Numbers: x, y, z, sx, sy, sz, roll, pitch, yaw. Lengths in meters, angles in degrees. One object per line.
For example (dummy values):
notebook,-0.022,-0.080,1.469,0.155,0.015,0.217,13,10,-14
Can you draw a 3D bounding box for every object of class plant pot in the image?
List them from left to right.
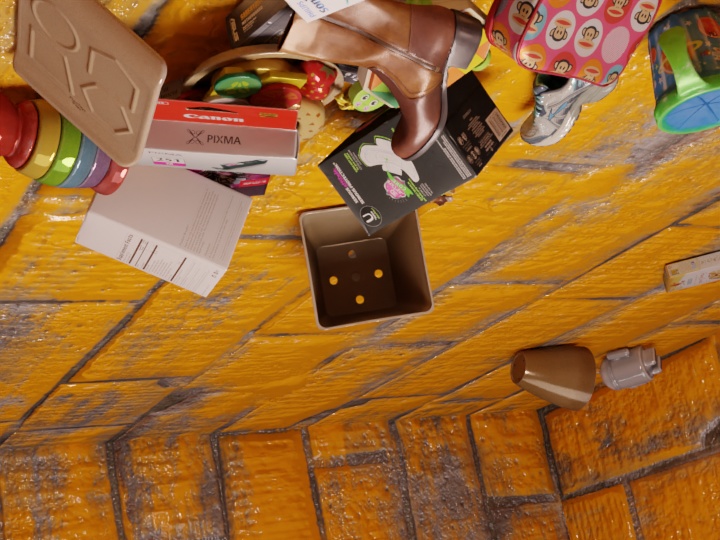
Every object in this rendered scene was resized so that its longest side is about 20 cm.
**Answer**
plant pot,0.000,0.000,1.944,0.200,0.200,0.177,-9,173,-8
plant pot,0.535,0.291,3.178,0.200,0.187,0.186,12,155,-18

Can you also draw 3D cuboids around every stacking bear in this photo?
stacking bear,-0.387,-0.162,1.349,0.200,0.114,0.121,11,152,-39

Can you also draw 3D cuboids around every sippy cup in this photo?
sippy cup,0.443,-0.268,1.478,0.139,0.130,0.178,-9,161,-6

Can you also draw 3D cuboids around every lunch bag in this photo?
lunch bag,0.250,-0.307,1.261,0.200,0.082,0.176,5,120,-41

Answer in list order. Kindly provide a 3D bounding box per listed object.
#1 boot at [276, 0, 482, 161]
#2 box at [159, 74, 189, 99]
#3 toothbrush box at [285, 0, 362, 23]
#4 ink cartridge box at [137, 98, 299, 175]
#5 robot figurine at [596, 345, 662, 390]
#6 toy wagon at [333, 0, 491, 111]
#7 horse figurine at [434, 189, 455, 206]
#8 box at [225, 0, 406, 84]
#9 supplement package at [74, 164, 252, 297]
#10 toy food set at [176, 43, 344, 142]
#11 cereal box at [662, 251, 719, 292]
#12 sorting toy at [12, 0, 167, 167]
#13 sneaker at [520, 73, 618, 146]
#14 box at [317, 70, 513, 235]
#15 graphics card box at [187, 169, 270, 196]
boot,0.008,-0.214,1.203,0.200,0.069,0.188,10,133,-22
box,-0.187,-0.223,1.380,0.200,0.041,0.039,-17,160,18
toothbrush box,0.010,-0.333,1.001,0.200,0.147,0.085,-18,160,17
ink cartridge box,-0.171,-0.154,1.308,0.200,0.044,0.174,4,174,-4
robot figurine,0.821,0.301,3.430,0.200,0.113,0.170,-21,122,28
toy wagon,0.059,-0.237,1.294,0.200,0.040,0.155,-35,150,22
horse figurine,0.083,-0.124,1.804,0.200,0.050,0.132,-10,-179,-29
box,-0.028,-0.286,1.274,0.200,0.048,0.158,6,154,-42
supplement package,-0.272,-0.069,1.543,0.200,0.121,0.120,24,153,-13
toy food set,-0.118,-0.205,1.315,0.198,0.049,0.200,0,164,-25
cereal box,0.819,-0.003,2.639,0.200,0.040,0.144,-14,162,10
sorting toy,-0.286,-0.219,1.177,0.036,0.185,0.200,-48,180,-31
sneaker,0.269,-0.248,1.557,0.086,0.078,0.200,10,147,-23
box,0.073,-0.163,1.492,0.200,0.124,0.149,-27,-165,39
graphics card box,-0.184,-0.159,1.559,0.125,0.051,0.200,-5,160,-16
